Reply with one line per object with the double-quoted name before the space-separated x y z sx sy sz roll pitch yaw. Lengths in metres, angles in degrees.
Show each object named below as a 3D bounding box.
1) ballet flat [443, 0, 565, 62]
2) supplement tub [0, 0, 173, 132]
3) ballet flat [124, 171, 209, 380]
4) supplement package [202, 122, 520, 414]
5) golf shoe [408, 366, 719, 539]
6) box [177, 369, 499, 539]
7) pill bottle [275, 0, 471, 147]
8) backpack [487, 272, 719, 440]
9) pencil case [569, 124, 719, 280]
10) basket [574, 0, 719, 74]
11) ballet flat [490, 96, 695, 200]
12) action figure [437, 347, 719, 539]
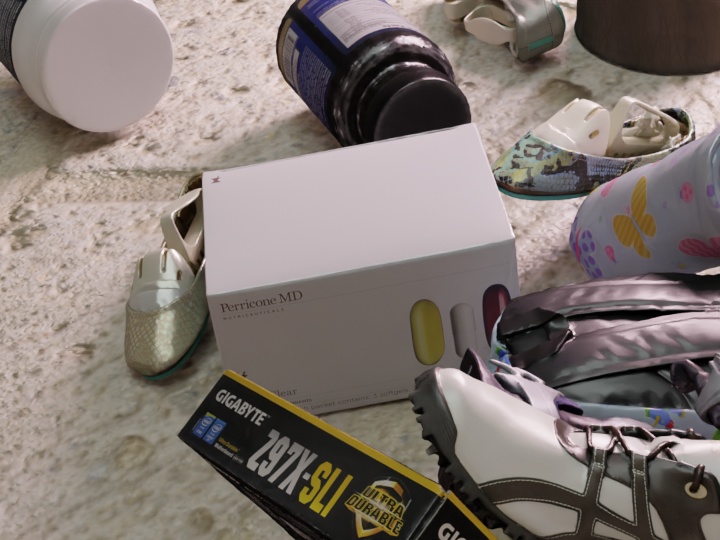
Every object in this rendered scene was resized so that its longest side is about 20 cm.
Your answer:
"ballet flat" 0.111 -0.247 1.381 0.063 0.068 0.200 -29 38 -15
"supplement tub" -0.263 -0.220 1.371 0.139 0.142 0.200 -23 36 -19
"ballet flat" -0.136 -0.003 1.090 0.067 0.063 0.201 -15 31 20
"supplement package" 0.000 0.000 1.010 0.197 0.112 0.156 -11 34 0
"golf shoe" 0.114 0.092 0.663 0.095 0.199 0.078 -50 8 18
"box" 0.015 0.134 0.733 0.050 0.160 0.199 -53 33 -11
"pill bottle" 0.011 -0.155 1.231 0.111 0.113 0.200 -19 36 -14
"backpack" 0.168 0.071 0.854 0.197 0.155 0.164 8 36 -12
"pencil case" 0.210 -0.037 0.949 0.090 0.084 0.200 -10 -7 -20
"basket" 0.255 -0.295 1.291 0.135 0.202 0.180 -25 37 -21
"ballet flat" 0.170 -0.092 1.073 0.198 0.075 0.074 -8 25 -44
"action figure" 0.142 0.100 0.755 0.197 0.132 0.069 13 16 -15
